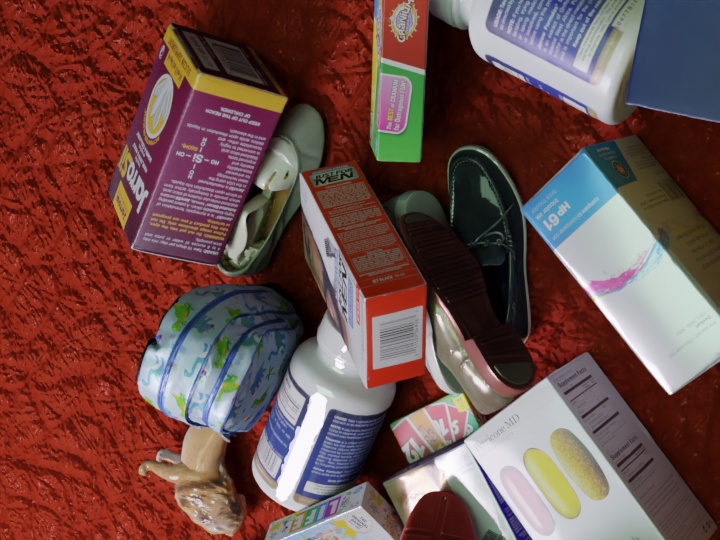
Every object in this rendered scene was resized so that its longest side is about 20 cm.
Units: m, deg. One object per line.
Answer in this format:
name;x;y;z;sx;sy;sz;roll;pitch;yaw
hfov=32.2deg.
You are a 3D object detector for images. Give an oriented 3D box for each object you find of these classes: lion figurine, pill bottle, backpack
lion figurine;-0.170;0.188;1.383;0.121;0.072;0.202;15;102;19
pill bottle;0.163;-0.222;1.083;0.199;0.119;0.121;32;113;21
pill bottle;-0.030;0.137;1.260;0.111;0.111;0.201;33;117;21
backpack;-0.139;0.088;1.244;0.153;0.200;0.164;34;94;30

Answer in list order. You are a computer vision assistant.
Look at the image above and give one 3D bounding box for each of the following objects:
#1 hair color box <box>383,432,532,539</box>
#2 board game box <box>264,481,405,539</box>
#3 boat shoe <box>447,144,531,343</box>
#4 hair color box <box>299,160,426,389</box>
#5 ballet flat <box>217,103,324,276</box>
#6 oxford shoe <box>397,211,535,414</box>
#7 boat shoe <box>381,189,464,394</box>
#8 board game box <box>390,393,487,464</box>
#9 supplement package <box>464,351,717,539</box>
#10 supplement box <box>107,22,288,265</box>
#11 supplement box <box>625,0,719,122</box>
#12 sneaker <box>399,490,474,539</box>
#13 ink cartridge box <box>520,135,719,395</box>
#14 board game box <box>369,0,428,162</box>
hair color box;0.118;0.266;1.203;0.109;0.065;0.201;-31;83;31
board game box;0.015;0.309;1.260;0.134;0.034;0.200;-29;115;31
boat shoe;0.118;-0.019;1.181;0.074;0.062;0.202;-7;94;33
hair color box;0.000;0.000;1.171;0.201;0.063;0.112;-116;19;-48
ballet flat;-0.096;-0.078;1.293;0.067;0.064;0.201;34;114;20
oxford shoe;0.079;0.040;1.136;0.075;0.070;0.201;-52;57;45
boat shoe;0.063;0.023;1.225;0.071;0.070;0.203;-11;95;52
board game box;0.113;0.225;1.249;0.095;0.030;0.201;-30;86;31
supplement package;0.209;0.195;1.137;0.114;0.109;0.201;-42;77;29
supplement box;-0.171;-0.128;1.276;0.201;0.102;0.131;-65;33;22
supplement box;0.295;-0.176;0.966;0.109;0.200;0.110;16;107;26
sneaker;0.048;0.312;1.161;0.078;0.202;0.116;17;155;-11
ink cartridge box;0.248;-0.009;1.057;0.085;0.144;0.200;-45;76;28
board game box;0.035;-0.208;1.144;0.040;0.153;0.202;2;101;-3
